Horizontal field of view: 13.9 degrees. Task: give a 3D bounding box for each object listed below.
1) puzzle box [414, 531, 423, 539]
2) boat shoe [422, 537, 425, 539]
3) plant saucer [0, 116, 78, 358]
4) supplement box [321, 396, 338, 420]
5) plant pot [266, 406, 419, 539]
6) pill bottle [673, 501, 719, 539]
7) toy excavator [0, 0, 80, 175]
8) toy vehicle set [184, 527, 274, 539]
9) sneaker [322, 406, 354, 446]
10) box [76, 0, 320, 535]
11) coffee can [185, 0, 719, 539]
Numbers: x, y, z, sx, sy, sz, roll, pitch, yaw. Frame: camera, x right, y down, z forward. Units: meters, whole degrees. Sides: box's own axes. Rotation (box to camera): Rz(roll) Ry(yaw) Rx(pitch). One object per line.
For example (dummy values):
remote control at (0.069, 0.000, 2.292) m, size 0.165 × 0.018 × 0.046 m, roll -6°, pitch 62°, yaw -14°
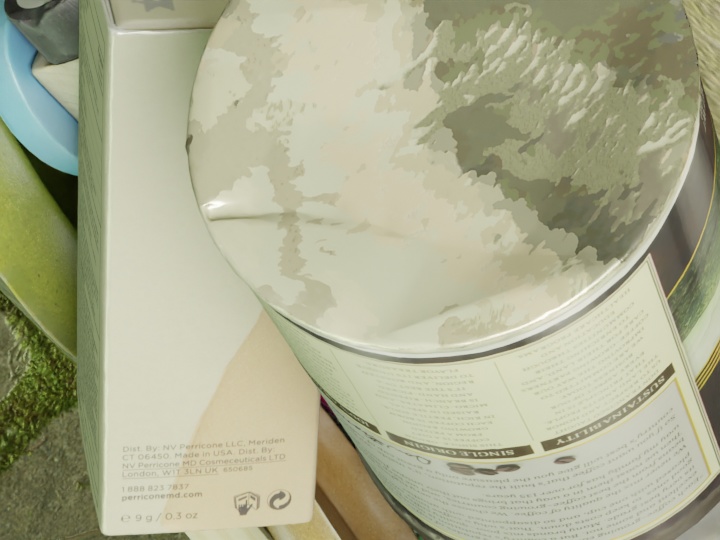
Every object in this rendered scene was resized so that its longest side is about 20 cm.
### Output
puzzle box at (0.020, 0.103, 1.443) m, size 0.201 × 0.025 × 0.134 m, roll -109°, pitch 16°, yaw -50°
boat shoe at (0.014, 0.017, 1.161) m, size 0.072 × 0.072 × 0.201 m, roll -61°, pitch -40°, yaw -63°
plant saucer at (-0.142, -0.058, 1.178) m, size 0.201 × 0.031 × 0.200 m, roll 61°, pitch -175°, yaw -9°
supplement box at (0.000, 0.000, 1.258) m, size 0.200 × 0.103 × 0.101 m, roll 43°, pitch 173°, yaw -20°
plant pot at (-0.002, 0.114, 1.194) m, size 0.201 × 0.027 × 0.200 m, roll 55°, pitch -174°, yaw -8°
pill bottle at (0.195, 0.126, 0.992) m, size 0.200 × 0.113 × 0.113 m, roll 44°, pitch 171°, yaw -20°
toy excavator at (-0.113, -0.118, 1.127) m, size 0.199 × 0.195 × 0.100 m, roll -9°, pitch 137°, yaw 41°
toy vehicle set at (-0.014, 0.134, 1.274) m, size 0.200 × 0.026 × 0.124 m, roll 52°, pitch -165°, yaw -20°
sneaker at (-0.021, 0.081, 1.400) m, size 0.081 × 0.075 × 0.201 m, roll 13°, pitch 136°, yaw 20°
box at (-0.055, -0.018, 1.000) m, size 0.095 × 0.077 × 0.201 m, roll -107°, pitch 18°, yaw -54°
coffee can at (0.044, -0.007, 0.892) m, size 0.146 × 0.147 × 0.200 m, roll 37°, pitch 170°, yaw 25°
